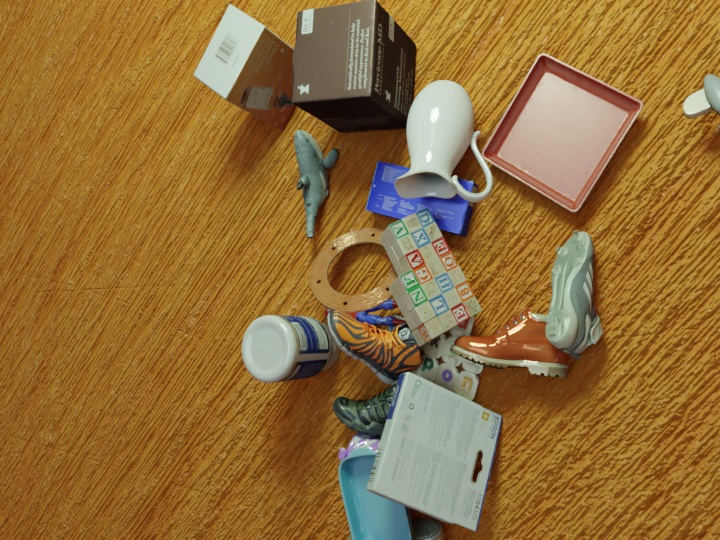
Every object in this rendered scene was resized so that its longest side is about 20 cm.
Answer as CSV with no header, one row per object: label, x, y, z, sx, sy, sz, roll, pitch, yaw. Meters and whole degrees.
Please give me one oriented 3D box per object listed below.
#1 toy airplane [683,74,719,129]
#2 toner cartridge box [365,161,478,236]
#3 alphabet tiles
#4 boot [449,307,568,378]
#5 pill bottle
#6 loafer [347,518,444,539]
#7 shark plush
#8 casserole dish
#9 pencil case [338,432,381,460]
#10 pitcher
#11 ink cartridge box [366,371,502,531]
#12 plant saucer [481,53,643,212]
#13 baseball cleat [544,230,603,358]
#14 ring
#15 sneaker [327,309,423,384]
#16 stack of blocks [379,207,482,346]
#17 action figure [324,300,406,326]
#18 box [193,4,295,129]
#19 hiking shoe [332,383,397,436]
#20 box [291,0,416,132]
toy airplane,0.592,-0.281,0.891,0.196,0.140,0.204,29,99,26
toner cartridge box,0.112,-0.134,1.172,0.196,0.043,0.098,17,93,26
alphabet tiles,0.130,0.158,1.157,0.196,0.015,0.201,18,96,27
boot,0.250,0.115,1.065,0.194,0.075,0.111,5,85,11
pill bottle,-0.122,0.145,1.181,0.113,0.199,0.120,-3,83,25
loafer,0.069,0.496,1.140,0.196,0.072,0.064,-18,96,30
shark plush,-0.111,-0.170,1.263,0.089,0.083,0.206,10,90,26
casserole dish,0.031,0.401,1.087,0.119,0.039,0.206,-15,87,29
pencil case,0.062,0.362,1.137,0.196,0.085,0.086,17,106,28
pitcher,0.157,-0.219,1.105,0.167,0.122,0.205,13,68,2
ink cartridge box,0.127,0.303,1.059,0.196,0.043,0.201,26,68,-14
plant saucer,0.337,-0.232,1.072,0.198,0.036,0.203,36,101,24
baseball cleat,0.354,0.042,1.031,0.069,0.105,0.204,-11,53,58
ring,0.000,0.000,1.175,0.195,0.019,0.204,-10,46,10
sneaker,0.037,0.113,1.107,0.111,0.199,0.079,-33,36,25
stack of blocks,0.108,0.010,1.088,0.113,0.059,0.204,-23,80,-24
action figure,-0.004,0.078,1.178,0.196,0.098,0.067,-4,82,38
box,-0.205,-0.398,1.263,0.106,0.199,0.154,37,101,25
hiking shoe,0.045,0.249,1.158,0.195,0.076,0.104,13,99,17
box,-0.007,-0.364,1.163,0.160,0.199,0.171,3,88,25
